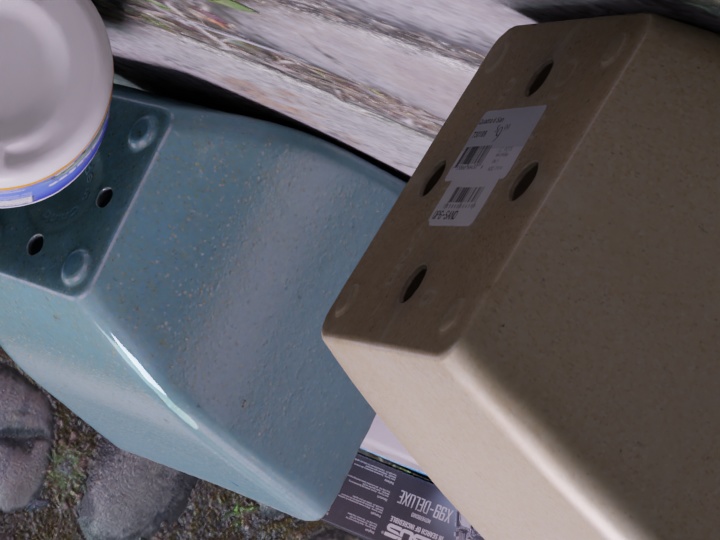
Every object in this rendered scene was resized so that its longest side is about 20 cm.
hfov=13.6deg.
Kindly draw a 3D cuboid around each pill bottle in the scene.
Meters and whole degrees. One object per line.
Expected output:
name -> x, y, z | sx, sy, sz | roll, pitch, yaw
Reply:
pill bottle -> -0.177, -0.089, 1.486 | 0.111, 0.113, 0.200 | 21, 176, -4

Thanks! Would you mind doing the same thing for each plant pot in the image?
plant pot -> -0.102, -0.006, 1.696 | 0.196, 0.197, 0.200 | 16, 166, 45
plant pot -> 0.106, 0.018, 1.051 | 0.177, 0.201, 0.200 | 34, 171, -17

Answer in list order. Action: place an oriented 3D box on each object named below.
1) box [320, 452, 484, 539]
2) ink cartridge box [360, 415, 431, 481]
box -> 0.038, 0.157, 1.895 | 0.199, 0.050, 0.158 | 20, 175, 26
ink cartridge box -> 0.096, 0.073, 1.892 | 0.145, 0.148, 0.200 | 19, 174, 21
